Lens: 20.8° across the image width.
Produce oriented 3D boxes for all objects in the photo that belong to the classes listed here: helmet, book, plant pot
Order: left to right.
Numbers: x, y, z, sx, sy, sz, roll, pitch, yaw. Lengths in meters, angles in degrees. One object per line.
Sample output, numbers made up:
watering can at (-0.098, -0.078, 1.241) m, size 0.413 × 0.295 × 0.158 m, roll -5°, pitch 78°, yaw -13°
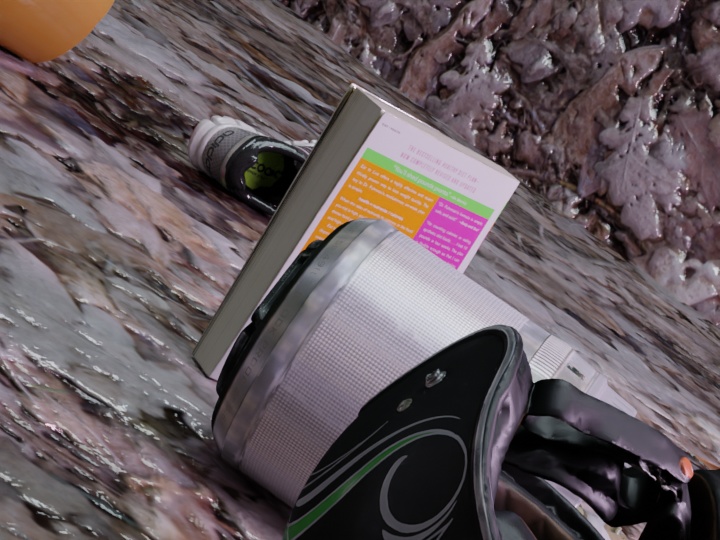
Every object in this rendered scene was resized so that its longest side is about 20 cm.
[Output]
plant pot at (-0.314, -0.290, 1.739) m, size 0.183 × 0.200 × 0.200 m, roll 44°, pitch 2°, yaw -35°
book at (0.000, 0.000, 1.251) m, size 0.133 × 0.201 × 0.048 m, roll 25°, pitch 12°, yaw -36°
helmet at (0.055, 0.134, 0.825) m, size 0.199 × 0.191 × 0.201 m, roll 18°, pitch 54°, yaw -26°

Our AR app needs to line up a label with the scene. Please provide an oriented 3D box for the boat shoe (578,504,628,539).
boat shoe at (0.140, 0.182, 1.180) m, size 0.068 × 0.075 × 0.200 m, roll 27°, pitch 9°, yaw 2°

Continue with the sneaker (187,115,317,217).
sneaker at (-0.063, -0.082, 1.811) m, size 0.199 × 0.074 × 0.087 m, roll 18°, pitch 17°, yaw -39°

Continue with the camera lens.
camera lens at (0.030, 0.081, 1.081) m, size 0.199 × 0.161 × 0.160 m, roll 34°, pitch 10°, yaw 7°
